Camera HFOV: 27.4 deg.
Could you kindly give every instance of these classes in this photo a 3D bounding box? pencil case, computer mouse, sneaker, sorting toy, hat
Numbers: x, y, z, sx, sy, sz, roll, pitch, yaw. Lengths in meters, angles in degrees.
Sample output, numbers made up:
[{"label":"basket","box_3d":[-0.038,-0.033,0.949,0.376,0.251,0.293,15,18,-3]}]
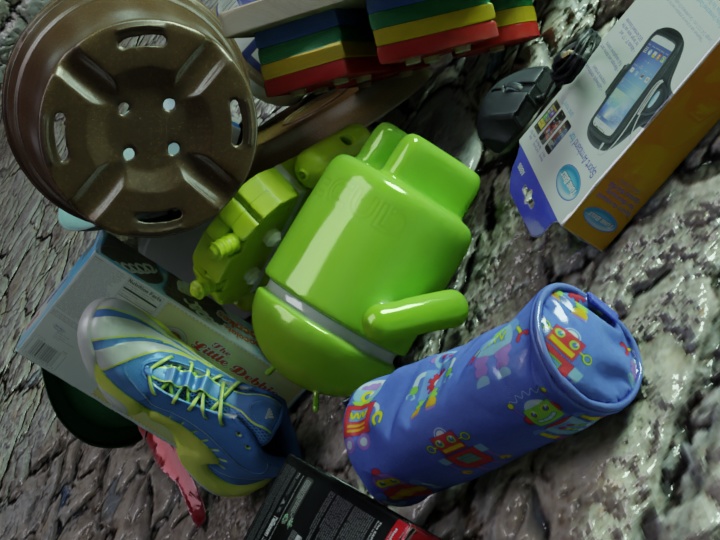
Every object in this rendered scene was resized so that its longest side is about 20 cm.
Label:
[{"label":"pencil case","box_3d":[0.071,0.073,0.856,0.200,0.078,0.087,-33,26,46]},{"label":"computer mouse","box_3d":[0.113,-0.124,0.981,0.059,0.034,0.200,-51,2,-16]},{"label":"sneaker","box_3d":[-0.114,0.086,1.082,0.105,0.200,0.076,-15,39,36]},{"label":"sorting toy","box_3d":[0.034,-0.181,1.082,0.198,0.070,0.200,-12,4,27]},{"label":"hat","box_3d":[-0.159,0.087,1.274,0.176,0.201,0.165,2,19,44]}]

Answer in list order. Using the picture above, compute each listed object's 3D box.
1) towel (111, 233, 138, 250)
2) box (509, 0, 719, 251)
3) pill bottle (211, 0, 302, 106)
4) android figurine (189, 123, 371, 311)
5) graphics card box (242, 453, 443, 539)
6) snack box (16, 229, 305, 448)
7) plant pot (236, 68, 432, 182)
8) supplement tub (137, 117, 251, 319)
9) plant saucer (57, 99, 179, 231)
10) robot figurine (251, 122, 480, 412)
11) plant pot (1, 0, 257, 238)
[{"label":"towel","box_3d":[-0.231,0.038,1.429,0.200,0.036,0.149,-77,-18,-61]},{"label":"box","box_3d":[0.171,-0.103,0.914,0.200,0.041,0.119,-53,24,22]},{"label":"pill bottle","box_3d":[-0.034,-0.243,1.257,0.200,0.111,0.111,-43,28,27]},{"label":"android figurine","box_3d":[-0.054,-0.038,1.136,0.200,0.041,0.182,-31,-20,-44]},{"label":"graphics card box","box_3d":[-0.021,0.199,0.928,0.126,0.051,0.200,-63,25,-7]},{"label":"snack box","box_3d":[-0.151,0.068,1.151,0.116,0.200,0.037,-47,19,25]},{"label":"plant pot","box_3d":[-0.033,-0.130,1.248,0.200,0.028,0.200,-29,14,8]},{"label":"supplement tub","box_3d":[-0.141,-0.053,1.362,0.132,0.132,0.200,-52,24,18]},{"label":"plant saucer","box_3d":[-0.180,-0.099,1.296,0.201,0.039,0.201,-32,29,20]},{"label":"robot figurine","box_3d":[0.000,0.000,1.035,0.200,0.116,0.175,-60,31,1]},{"label":"plant pot","box_3d":[-0.164,-0.112,1.086,0.201,0.200,0.198,-58,17,4]}]
